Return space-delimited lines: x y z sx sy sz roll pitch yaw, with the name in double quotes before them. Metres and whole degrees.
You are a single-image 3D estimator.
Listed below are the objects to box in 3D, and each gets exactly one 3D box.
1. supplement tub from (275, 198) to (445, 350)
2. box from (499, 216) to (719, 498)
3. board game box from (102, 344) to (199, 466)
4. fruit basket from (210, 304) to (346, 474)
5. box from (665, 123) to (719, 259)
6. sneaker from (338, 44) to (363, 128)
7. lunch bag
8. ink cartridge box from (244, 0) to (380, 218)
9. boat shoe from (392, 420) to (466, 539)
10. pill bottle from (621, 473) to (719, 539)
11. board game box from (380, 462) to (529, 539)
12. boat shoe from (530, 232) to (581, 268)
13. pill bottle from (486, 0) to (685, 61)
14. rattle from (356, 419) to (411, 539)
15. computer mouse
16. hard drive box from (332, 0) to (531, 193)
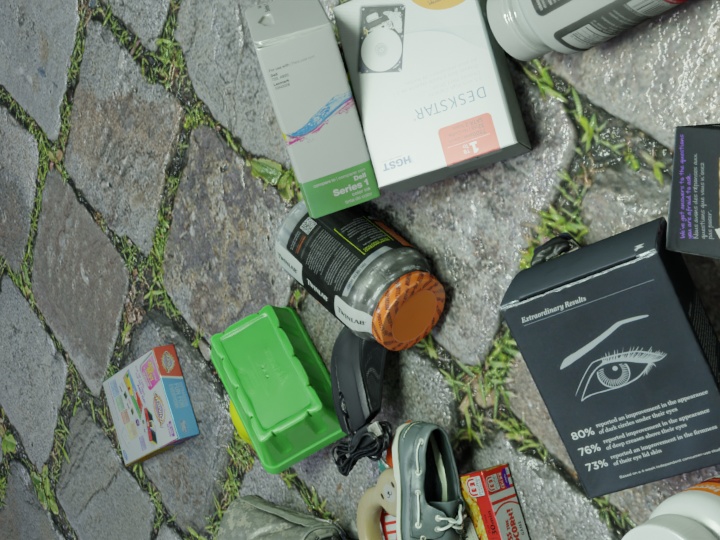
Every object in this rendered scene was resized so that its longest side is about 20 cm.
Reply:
"supplement tub" 0.000 0.000 1.272 0.200 0.122 0.123 41 125 38
"box" 0.235 0.077 0.952 0.147 0.104 0.201 -21 100 25
"board game box" -0.348 0.225 1.779 0.200 0.040 0.154 -30 74 48
"fruit basket" -0.113 0.166 1.452 0.216 0.155 0.216 61 178 3
"box" 0.359 -0.057 0.845 0.199 0.122 0.107 14 107 47
"sneaker" 0.018 -0.201 1.265 0.200 0.078 0.086 29 142 39
"lunch bag" -0.104 0.401 1.454 0.199 0.139 0.169 7 103 47
"ink cartridge box" -0.052 -0.182 1.165 0.145 0.084 0.201 -110 3 -60
"boat shoe" 0.082 0.266 1.195 0.062 0.072 0.201 -23 73 52
"pill bottle" 0.306 0.228 0.900 0.109 0.199 0.110 11 105 47
"board game box" 0.111 0.318 1.261 0.200 0.046 0.152 -27 76 48
"boat shoe" 0.234 0.049 1.061 0.074 0.093 0.201 -28 100 15
"pill bottle" 0.213 -0.265 0.985 0.200 0.110 0.111 -20 82 49
"rattle" 0.005 0.283 1.242 0.130 0.142 0.201 -148 53 -63
"computer mouse" -0.006 0.133 1.294 0.139 0.052 0.201 135 145 -55
"hard drive box" 0.075 -0.201 1.134 0.155 0.077 0.201 -17 84 18
